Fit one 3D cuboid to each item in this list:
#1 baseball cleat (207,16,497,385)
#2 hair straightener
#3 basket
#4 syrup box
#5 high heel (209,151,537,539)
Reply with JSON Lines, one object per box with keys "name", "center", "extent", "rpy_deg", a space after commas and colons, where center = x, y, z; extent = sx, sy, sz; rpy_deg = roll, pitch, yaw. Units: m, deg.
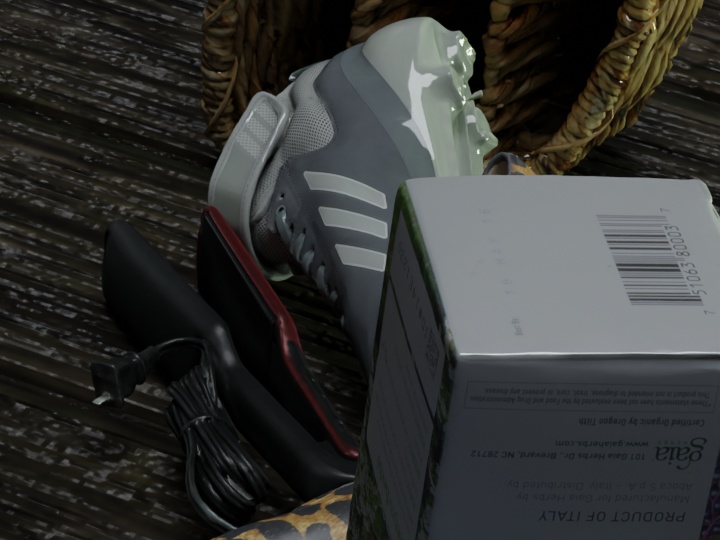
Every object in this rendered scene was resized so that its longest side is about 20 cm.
{"name": "baseball cleat", "center": [0.000, 0.000, 0.982], "extent": [0.106, 0.070, 0.200], "rpy_deg": [-19, 40, 20]}
{"name": "hair straightener", "center": [-0.048, 0.047, 0.916], "extent": [0.077, 0.041, 0.200], "rpy_deg": [-7, 39, -23]}
{"name": "basket", "center": [0.042, -0.125, 1.053], "extent": [0.143, 0.200, 0.149], "rpy_deg": [25, 33, 27]}
{"name": "syrup box", "center": [0.041, 0.081, 0.713], "extent": [0.081, 0.200, 0.079], "rpy_deg": [0, 32, -10]}
{"name": "high heel", "center": [0.008, 0.034, 0.831], "extent": [0.200, 0.071, 0.143], "rpy_deg": [-1, 71, -46]}
